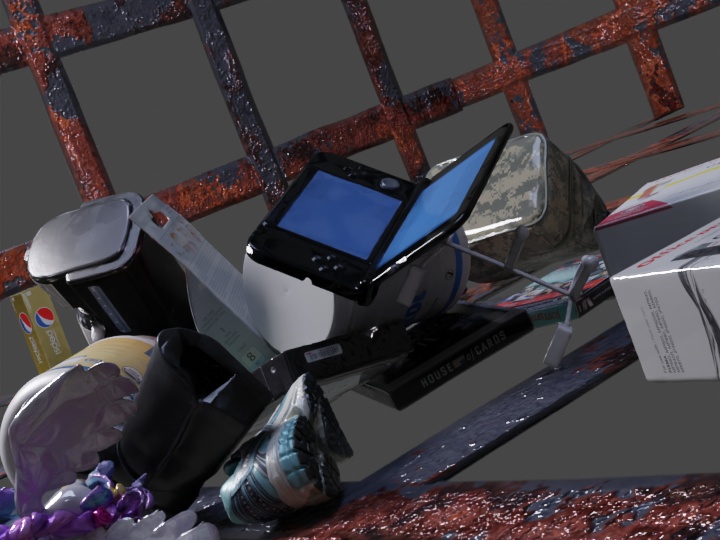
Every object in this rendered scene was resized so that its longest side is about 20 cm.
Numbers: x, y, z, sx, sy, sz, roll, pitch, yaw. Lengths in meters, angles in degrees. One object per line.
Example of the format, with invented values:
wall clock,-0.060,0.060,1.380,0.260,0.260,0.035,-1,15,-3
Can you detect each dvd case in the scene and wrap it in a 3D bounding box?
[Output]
dvd case,0.065,0.077,1.253,0.150,0.025,0.200,-30,9,-13
dvd case,0.218,0.018,1.345,0.145,0.022,0.199,-17,9,45

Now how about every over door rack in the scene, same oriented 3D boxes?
over door rack,0.129,-0.002,1.153,0.147,0.067,0.200,22,23,7

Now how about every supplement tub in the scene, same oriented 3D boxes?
supplement tub,0.000,0.000,1.260,0.199,0.133,0.131,-17,0,-44
supplement tub,-0.243,0.145,1.270,0.144,0.146,0.200,-20,6,15

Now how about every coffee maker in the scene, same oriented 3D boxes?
coffee maker,-0.233,0.017,1.418,0.191,0.201,0.135,-28,46,-4

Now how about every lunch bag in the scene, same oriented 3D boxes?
lunch bag,0.191,-0.062,1.616,0.199,0.141,0.167,-17,-35,36

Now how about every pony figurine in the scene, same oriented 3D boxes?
pony figurine,-0.207,0.177,0.922,0.192,0.167,0.200,-30,-9,-3

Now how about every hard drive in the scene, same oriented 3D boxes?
hard drive,-0.061,0.107,1.187,0.139,0.038,0.200,-13,-14,-40

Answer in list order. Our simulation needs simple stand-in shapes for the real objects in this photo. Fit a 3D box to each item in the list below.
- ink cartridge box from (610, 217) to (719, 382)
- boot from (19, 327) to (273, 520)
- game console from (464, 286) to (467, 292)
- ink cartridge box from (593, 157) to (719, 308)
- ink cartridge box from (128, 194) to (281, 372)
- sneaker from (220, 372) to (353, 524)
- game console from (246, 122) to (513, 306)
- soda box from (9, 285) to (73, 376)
ink cartridge box,0.283,0.007,0.850,0.143,0.084,0.200,-25,6,-27
boot,-0.171,0.106,1.001,0.200,0.164,0.066,-53,12,54
game console,0.011,0.025,1.638,0.199,0.171,0.119,-20,32,21
ink cartridge box,0.321,-0.047,1.229,0.144,0.084,0.200,-19,6,30
ink cartridge box,-0.156,0.017,1.296,0.047,0.200,0.160,-46,8,8
sneaker,-0.063,0.138,1.005,0.086,0.078,0.200,-28,2,8
game console,0.019,-0.072,1.136,0.174,0.117,0.200,21,34,8
soda box,-0.694,0.136,2.869,0.064,0.202,0.067,-25,7,-39
